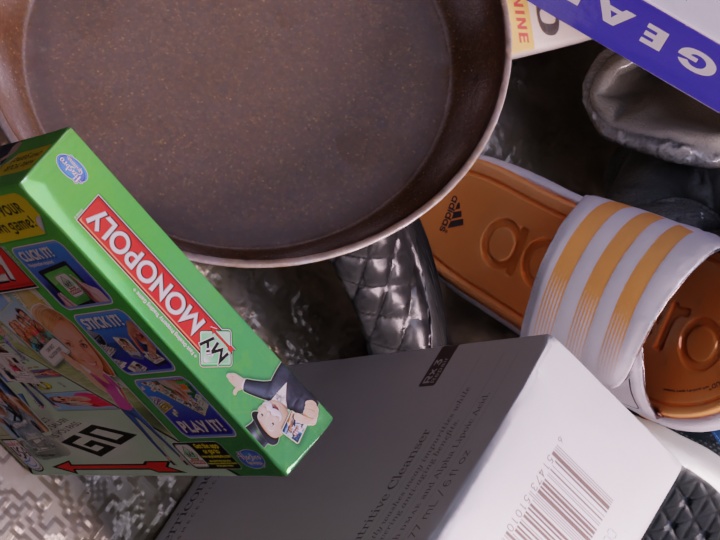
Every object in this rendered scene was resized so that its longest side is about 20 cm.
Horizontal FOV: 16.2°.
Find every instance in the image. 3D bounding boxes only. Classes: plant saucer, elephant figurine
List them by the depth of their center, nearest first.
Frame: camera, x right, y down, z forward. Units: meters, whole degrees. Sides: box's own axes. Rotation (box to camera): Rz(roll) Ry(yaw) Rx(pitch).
[{"bbox_3d":[-0.044,-0.085,0.943,0.200,0.035,0.201,3,65,-7],"label":"plant saucer"},{"bbox_3d":[0.157,-0.050,1.102,0.155,0.141,0.200,14,60,-25],"label":"elephant figurine"}]

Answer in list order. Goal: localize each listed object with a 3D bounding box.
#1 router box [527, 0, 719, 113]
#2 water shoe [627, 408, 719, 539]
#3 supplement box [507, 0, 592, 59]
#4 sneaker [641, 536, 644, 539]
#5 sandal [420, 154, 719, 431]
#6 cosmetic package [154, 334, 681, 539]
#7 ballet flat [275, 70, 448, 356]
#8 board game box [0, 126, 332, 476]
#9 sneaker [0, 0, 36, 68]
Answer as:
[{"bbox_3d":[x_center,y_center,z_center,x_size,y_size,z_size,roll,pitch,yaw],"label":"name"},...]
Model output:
[{"bbox_3d":[0.170,-0.154,1.039,0.200,0.049,0.180,30,67,3],"label":"router box"},{"bbox_3d":[0.150,0.091,1.069,0.200,0.072,0.079,24,36,-17],"label":"water shoe"},{"bbox_3d":[0.035,-0.147,1.075,0.200,0.073,0.126,-16,95,-33],"label":"supplement box"},{"bbox_3d":[0.041,0.160,1.006,0.200,0.083,0.071,-42,114,1],"label":"sneaker"},{"bbox_3d":[0.080,0.005,1.017,0.059,0.206,0.079,10,101,-49],"label":"sandal"},{"bbox_3d":[0.014,0.095,0.965,0.081,0.200,0.113,45,62,-22],"label":"cosmetic package"},{"bbox_3d":[0.000,0.000,1.029,0.067,0.057,0.200,-90,166,-52],"label":"ballet flat"},{"bbox_3d":[-0.110,0.018,0.892,0.135,0.200,0.029,48,64,-19],"label":"board game box"},{"bbox_3d":[-0.198,-0.150,0.937,0.200,0.078,0.116,35,59,-38],"label":"sneaker"}]
